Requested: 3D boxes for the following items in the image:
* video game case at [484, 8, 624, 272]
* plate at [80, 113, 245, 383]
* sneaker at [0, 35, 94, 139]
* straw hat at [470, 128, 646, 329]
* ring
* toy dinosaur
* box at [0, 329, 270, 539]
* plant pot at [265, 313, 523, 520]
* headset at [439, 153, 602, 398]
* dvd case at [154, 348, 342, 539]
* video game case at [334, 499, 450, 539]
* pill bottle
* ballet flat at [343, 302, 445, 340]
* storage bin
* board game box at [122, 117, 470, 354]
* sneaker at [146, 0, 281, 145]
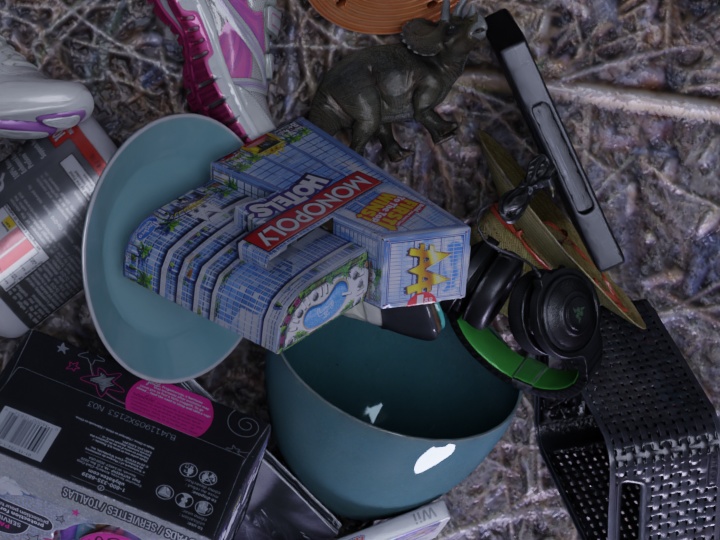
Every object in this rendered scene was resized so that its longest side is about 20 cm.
[{"bbox_3d":[0.145,-0.103,1.700,0.025,0.200,0.181,-24,102,5],"label":"video game case"},{"bbox_3d":[-0.140,-0.017,1.648,0.200,0.026,0.201,-12,105,-48],"label":"plate"},{"bbox_3d":[-0.284,-0.150,1.639,0.199,0.075,0.100,9,87,25],"label":"sneaker"},{"bbox_3d":[0.125,-0.006,1.722,0.085,0.201,0.201,-41,103,10],"label":"straw hat"},{"bbox_3d":[0.039,-0.267,1.696,0.200,0.019,0.201,-17,136,-17],"label":"ring"},{"bbox_3d":[0.019,-0.138,1.746,0.199,0.077,0.103,-24,86,10],"label":"toy dinosaur"},{"bbox_3d":[-0.187,0.157,1.649,0.199,0.132,0.115,21,133,5],"label":"box"},{"bbox_3d":[0.011,0.114,1.727,0.199,0.200,0.135,11,125,-12],"label":"plant pot"},{"bbox_3d":[0.123,0.009,1.630,0.094,0.123,0.200,-52,149,-29],"label":"headset"},{"bbox_3d":[-0.129,0.160,1.729,0.200,0.149,0.016,46,43,-13],"label":"dvd case"},{"bbox_3d":[-0.030,0.230,1.746,0.199,0.143,0.018,-20,78,-7],"label":"video game case"},{"bbox_3d":[-0.255,-0.022,1.678,0.200,0.116,0.116,-38,103,-4],"label":"pill bottle"},{"bbox_3d":[0.000,0.000,1.695,0.073,0.200,0.073,-11,126,-16],"label":"ballet flat"},{"bbox_3d":[0.206,0.128,1.733,0.093,0.200,0.136,-8,123,-10],"label":"storage bin"},{"bbox_3d":[-0.032,-0.022,1.597,0.200,0.199,0.062,-32,134,-43],"label":"board game box"},{"bbox_3d":[-0.094,-0.175,1.701,0.088,0.081,0.201,-27,105,-21],"label":"sneaker"}]
